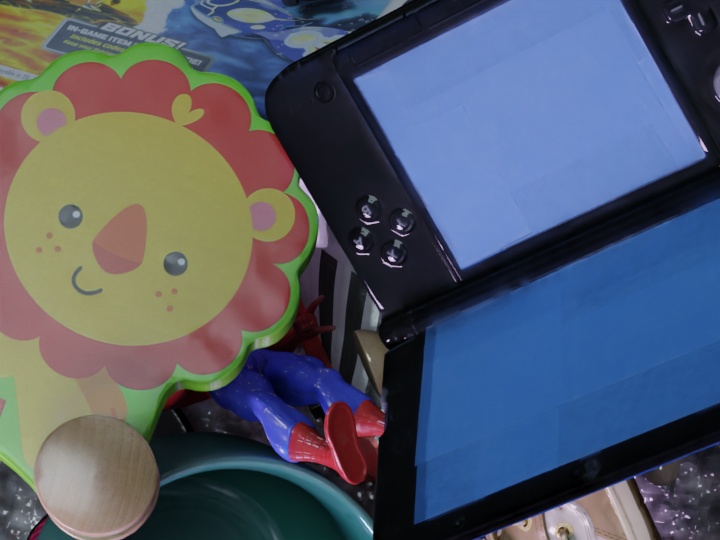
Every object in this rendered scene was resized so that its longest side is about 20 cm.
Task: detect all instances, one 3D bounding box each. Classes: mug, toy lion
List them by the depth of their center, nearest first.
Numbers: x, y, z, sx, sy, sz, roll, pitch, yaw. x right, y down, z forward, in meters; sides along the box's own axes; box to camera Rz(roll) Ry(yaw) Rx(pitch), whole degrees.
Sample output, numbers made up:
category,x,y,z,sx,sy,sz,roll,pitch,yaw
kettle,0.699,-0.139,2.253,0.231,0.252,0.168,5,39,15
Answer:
category,x,y,z,sx,sy,sz,roll,pitch,yaw
toy lion,-0.124,-0.003,1.102,0.200,0.069,0.192,18,80,1
mug,-0.064,0.160,1.197,0.152,0.114,0.185,-11,99,-16

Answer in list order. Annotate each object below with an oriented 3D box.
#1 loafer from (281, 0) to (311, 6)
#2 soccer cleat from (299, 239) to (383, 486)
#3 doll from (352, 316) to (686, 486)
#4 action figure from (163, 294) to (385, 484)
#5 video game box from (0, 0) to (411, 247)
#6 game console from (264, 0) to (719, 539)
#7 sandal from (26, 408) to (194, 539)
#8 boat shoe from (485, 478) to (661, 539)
category,x,y,z,sx,sy,sz,roll,pitch,yaw
loafer,-0.008,-0.195,1.231,0.063,0.072,0.200,-2,47,3
soccer cleat,0.000,0.000,1.239,0.085,0.069,0.200,-23,79,5
doll,0.104,0.028,1.189,0.200,0.048,0.137,-21,93,-5
action figure,-0.044,0.044,1.176,0.200,0.065,0.052,11,119,55
video game box,-0.064,-0.104,1.227,0.200,0.047,0.182,16,43,19
game console,0.061,-0.017,1.014,0.200,0.118,0.171,-25,101,30
sandal,-0.122,0.144,1.264,0.075,0.045,0.200,14,87,20
boat shoe,0.085,0.108,1.145,0.066,0.074,0.200,-24,107,2
